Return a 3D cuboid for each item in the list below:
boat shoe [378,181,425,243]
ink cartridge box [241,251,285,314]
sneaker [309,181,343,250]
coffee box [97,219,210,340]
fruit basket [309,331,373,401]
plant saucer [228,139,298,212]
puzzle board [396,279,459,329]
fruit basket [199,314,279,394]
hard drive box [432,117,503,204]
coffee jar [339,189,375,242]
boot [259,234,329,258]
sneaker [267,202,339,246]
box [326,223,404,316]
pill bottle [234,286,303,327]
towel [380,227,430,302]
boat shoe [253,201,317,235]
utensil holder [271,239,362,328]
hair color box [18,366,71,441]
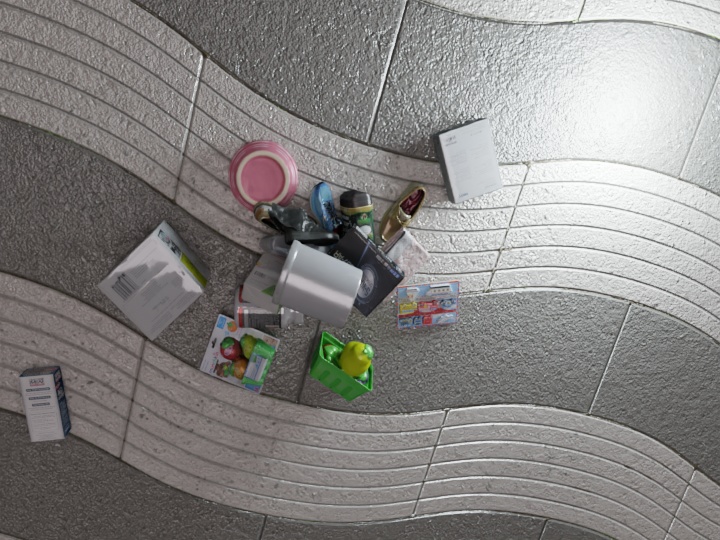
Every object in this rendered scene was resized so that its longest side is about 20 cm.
[{"bbox_3d":[0.120,-0.166,1.700,0.073,0.066,0.203,30,99,-14],"label":"boat shoe"},{"bbox_3d":[-0.240,0.014,1.651,0.114,0.202,0.068,23,135,3],"label":"ink cartridge box"},{"bbox_3d":[-0.080,-0.152,1.654,0.078,0.089,0.205,-31,116,-35],"label":"sneaker"},{"bbox_3d":[-0.549,0.020,1.589,0.199,0.198,0.201,-40,108,3],"label":"coffee box"},{"bbox_3d":[-0.034,0.265,1.742,0.208,0.157,0.222,1,117,2],"label":"fruit basket"},{"bbox_3d":[-0.270,-0.257,1.633,0.194,0.051,0.207,-2,105,-8],"label":"plant saucer"},{"bbox_3d":[0.205,0.106,1.787,0.194,0.018,0.155,-6,120,-7],"label":"puzzle board"},{"bbox_3d":[-0.358,0.252,1.730,0.195,0.094,0.189,22,101,-9],"label":"fruit basket"},{"bbox_3d":[0.307,-0.314,1.682,0.152,0.077,0.205,-17,105,-3],"label":"hard drive box"},{"bbox_3d":[-0.007,-0.125,1.673,0.083,0.104,0.206,-11,105,-21],"label":"coffee jar"},{"bbox_3d":[-0.185,-0.066,1.644,0.196,0.094,0.076,14,89,-39],"label":"boot"},{"bbox_3d":[-0.150,-0.124,1.582,0.195,0.060,0.107,-2,70,-33],"label":"sneaker"},{"bbox_3d":[0.000,0.000,1.606,0.200,0.044,0.160,44,105,-8],"label":"box"},{"bbox_3d":[-0.262,0.106,1.692,0.193,0.116,0.120,2,104,-8],"label":"pill bottle"},{"bbox_3d":[0.098,-0.011,1.704,0.200,0.032,0.190,-45,143,5],"label":"towel"},{"bbox_3d":[-0.205,-0.129,1.640,0.195,0.069,0.076,13,120,-30],"label":"boat shoe"},{"bbox_3d":[-0.111,0.040,1.515,0.195,0.170,0.174,22,101,-5],"label":"utensil holder"},{"bbox_3d":[-0.915,0.387,1.704,0.097,0.061,0.206,-4,105,-7],"label":"hair color box"}]
